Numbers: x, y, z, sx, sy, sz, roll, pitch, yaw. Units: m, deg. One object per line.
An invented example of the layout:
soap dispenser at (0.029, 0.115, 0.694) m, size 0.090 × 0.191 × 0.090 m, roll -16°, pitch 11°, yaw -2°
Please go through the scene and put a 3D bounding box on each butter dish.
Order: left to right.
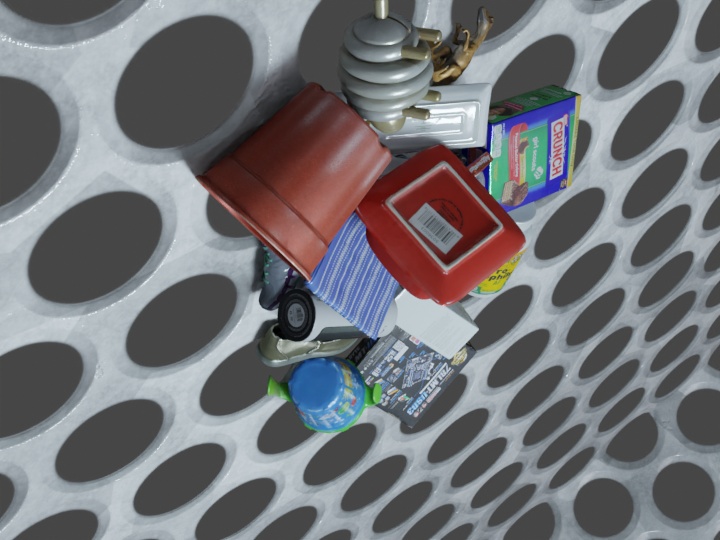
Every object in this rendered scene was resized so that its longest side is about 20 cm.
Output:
butter dish at (0.094, -0.042, 1.485) m, size 0.199 × 0.200 × 0.148 m, roll -35°, pitch 169°, yaw -33°

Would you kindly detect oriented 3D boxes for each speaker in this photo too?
speaker at (-0.031, 0.066, 1.612) m, size 0.199 × 0.081 × 0.081 m, roll 1°, pitch 129°, yaw -51°

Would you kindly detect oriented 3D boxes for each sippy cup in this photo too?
sippy cup at (-0.064, 0.205, 1.800) m, size 0.177 × 0.140 × 0.130 m, roll -32°, pitch 162°, yaw 1°

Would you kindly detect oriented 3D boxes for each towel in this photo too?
towel at (0.000, 0.000, 1.554) m, size 0.200 × 0.024 × 0.146 m, roll 41°, pitch 68°, yaw -47°

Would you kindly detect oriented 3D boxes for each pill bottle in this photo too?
pill bottle at (0.235, -0.052, 1.837) m, size 0.112 × 0.113 × 0.200 m, roll -21°, pitch 152°, yaw -30°

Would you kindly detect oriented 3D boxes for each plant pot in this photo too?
plant pot at (-0.076, -0.124, 1.362) m, size 0.195 × 0.201 × 0.201 m, roll -48°, pitch 150°, yaw -5°

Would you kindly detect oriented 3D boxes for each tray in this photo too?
tray at (0.089, -0.210, 1.494) m, size 0.198 × 0.022 × 0.108 m, roll -6°, pitch 129°, yaw -9°

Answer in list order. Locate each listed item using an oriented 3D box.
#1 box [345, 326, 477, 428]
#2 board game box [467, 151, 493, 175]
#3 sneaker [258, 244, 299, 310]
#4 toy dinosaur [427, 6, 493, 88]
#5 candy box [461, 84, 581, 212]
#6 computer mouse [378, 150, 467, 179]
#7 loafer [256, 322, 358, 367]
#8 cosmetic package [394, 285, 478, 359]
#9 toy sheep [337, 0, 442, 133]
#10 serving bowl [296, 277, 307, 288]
box at (0.086, 0.172, 1.961) m, size 0.198 × 0.050 × 0.200 m, roll 34°, pitch 101°, yaw -34°
board game box at (0.125, -0.109, 1.661) m, size 0.103 × 0.019 × 0.200 m, roll -40°, pitch 177°, yaw -38°
sneaker at (-0.124, -0.027, 1.557) m, size 0.087 × 0.075 × 0.200 m, roll 19°, pitch 125°, yaw -22°
toy dinosaur at (0.125, -0.284, 1.496) m, size 0.200 × 0.060 × 0.106 m, roll -52°, pitch 149°, yaw 17°
candy box at (0.260, -0.194, 1.707) m, size 0.199 × 0.077 × 0.170 m, roll -23°, pitch 127°, yaw -31°
computer mouse at (0.049, -0.156, 1.547) m, size 0.199 × 0.110 × 0.044 m, roll -20°, pitch 129°, yaw -18°
loafer at (-0.076, 0.102, 1.740) m, size 0.199 × 0.075 × 0.070 m, roll -20°, pitch 147°, yaw -32°
cosmetic package at (0.099, 0.057, 1.795) m, size 0.200 × 0.113 × 0.081 m, roll 33°, pitch 106°, yaw -38°
toy sheep at (0.035, -0.265, 1.352) m, size 0.137 × 0.138 × 0.201 m, roll -24°, pitch 133°, yaw -27°
serving bowl at (-0.028, -0.017, 1.655) m, size 0.199 × 0.066 × 0.201 m, roll -29°, pitch 146°, yaw -21°
